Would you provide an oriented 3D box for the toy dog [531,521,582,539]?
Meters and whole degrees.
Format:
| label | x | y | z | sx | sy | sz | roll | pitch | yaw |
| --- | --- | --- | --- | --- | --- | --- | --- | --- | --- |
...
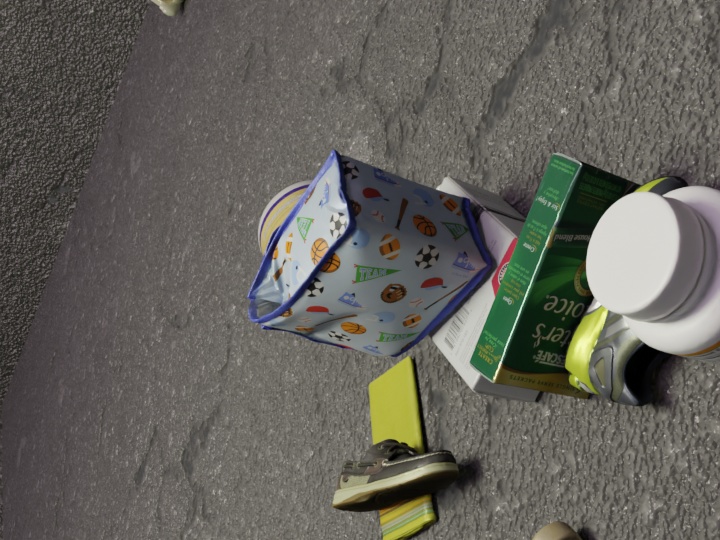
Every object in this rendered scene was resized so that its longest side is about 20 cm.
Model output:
| label | x | y | z | sx | sy | sz | roll | pitch | yaw |
| --- | --- | --- | --- | --- | --- | --- | --- | --- | --- |
| toy dog | 0.141 | 0.315 | 0.802 | 0.131 | 0.095 | 0.203 | 9 | 85 | 61 |

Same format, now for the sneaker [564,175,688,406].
| label | x | y | z | sx | sy | sz | roll | pitch | yaw |
| --- | --- | --- | --- | --- | --- | --- | --- | --- | --- |
| sneaker | 0.241 | 0.022 | 0.791 | 0.081 | 0.073 | 0.203 | 32 | 114 | 53 |

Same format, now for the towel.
| label | x | y | z | sx | sy | sz | roll | pitch | yaw |
| --- | --- | --- | --- | --- | --- | --- | --- | --- | --- |
| towel | 0.047 | 0.207 | 1.098 | 0.086 | 0.018 | 0.202 | -39 | 45 | 40 |

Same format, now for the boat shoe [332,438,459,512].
| label | x | y | z | sx | sy | sz | roll | pitch | yaw |
| --- | --- | --- | --- | --- | --- | --- | --- | --- | --- |
| boat shoe | 0.031 | 0.217 | 1.035 | 0.200 | 0.071 | 0.067 | -35 | 52 | 50 |

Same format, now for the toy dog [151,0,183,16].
| label | x | y | z | sx | sy | sz | roll | pitch | yaw |
| --- | --- | --- | --- | --- | --- | --- | --- | --- | --- |
| toy dog | -0.439 | -0.741 | 2.258 | 0.201 | 0.139 | 0.194 | -54 | 0 | 37 |

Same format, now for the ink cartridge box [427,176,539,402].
| label | x | y | z | sx | sy | sz | roll | pitch | yaw |
| --- | --- | --- | --- | --- | --- | --- | --- | --- | --- |
| ink cartridge box | 0.129 | 0.014 | 0.963 | 0.147 | 0.083 | 0.200 | -66 | 30 | 18 |

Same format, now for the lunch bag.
| label | x | y | z | sx | sy | sz | roll | pitch | yaw |
| --- | --- | --- | --- | --- | --- | --- | --- | --- | --- |
| lunch bag | 0.000 | 0.000 | 0.937 | 0.201 | 0.168 | 0.125 | -53 | 33 | 36 |

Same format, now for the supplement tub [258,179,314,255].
| label | x | y | z | sx | sy | sz | roll | pitch | yaw |
| --- | --- | --- | --- | --- | --- | --- | --- | --- | --- |
| supplement tub | -0.043 | -0.011 | 1.213 | 0.146 | 0.144 | 0.201 | -62 | 32 | 23 |

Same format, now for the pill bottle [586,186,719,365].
| label | x | y | z | sx | sy | sz | roll | pitch | yaw |
| --- | --- | --- | --- | --- | --- | --- | --- | --- | --- |
| pill bottle | 0.250 | 0.010 | 0.635 | 0.109 | 0.198 | 0.111 | -32 | 50 | 50 |

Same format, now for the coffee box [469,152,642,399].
| label | x | y | z | sx | sy | sz | roll | pitch | yaw |
| --- | --- | --- | --- | --- | --- | --- | --- | --- | --- |
| coffee box | 0.185 | 0.010 | 0.832 | 0.044 | 0.122 | 0.202 | 37 | 109 | 55 |
